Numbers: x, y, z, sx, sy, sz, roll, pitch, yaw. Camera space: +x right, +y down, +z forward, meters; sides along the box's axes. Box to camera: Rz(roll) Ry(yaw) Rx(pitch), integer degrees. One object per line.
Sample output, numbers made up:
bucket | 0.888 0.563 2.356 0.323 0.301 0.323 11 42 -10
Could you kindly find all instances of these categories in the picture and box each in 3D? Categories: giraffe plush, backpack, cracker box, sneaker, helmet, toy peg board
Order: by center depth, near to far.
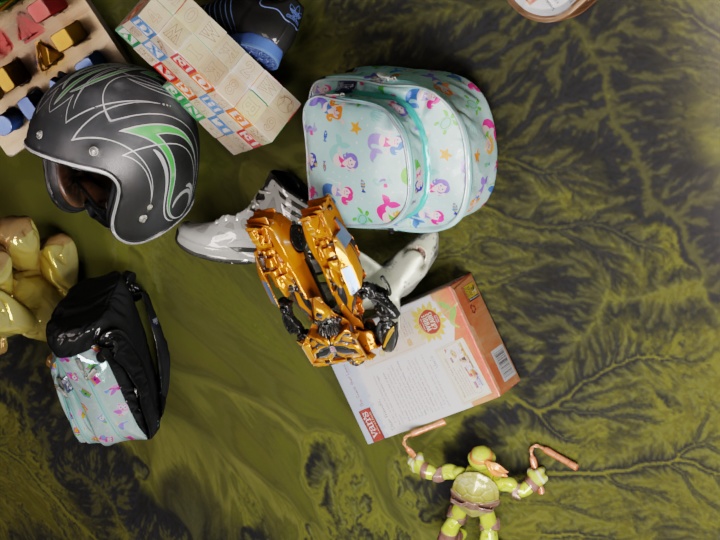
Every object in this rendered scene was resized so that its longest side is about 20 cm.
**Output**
backpack | 0.040 -0.125 1.604 0.198 0.150 0.179 6 109 26
sneaker | -0.141 -0.278 1.712 0.199 0.070 0.078 18 73 43
cracker box | 0.066 0.102 1.719 0.199 0.058 0.135 -24 92 36
helmet | -0.285 -0.146 1.756 0.199 0.200 0.192 11 130 29
sneaker | -0.124 -0.066 1.781 0.199 0.076 0.116 10 104 21
toy peg board | -0.411 -0.260 1.807 0.199 0.098 0.200 -30 101 15
backpack | -0.320 0.123 1.914 0.126 0.167 0.201 -7 120 17
giraffe plush | -0.457 0.033 1.993 0.161 0.173 0.200 -3 141 44

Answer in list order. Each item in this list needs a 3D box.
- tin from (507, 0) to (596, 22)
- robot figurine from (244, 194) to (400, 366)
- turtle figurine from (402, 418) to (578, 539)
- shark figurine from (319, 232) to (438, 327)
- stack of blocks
tin | 0.214 -0.326 1.480 0.200 0.042 0.112 -41 80 36
robot figurine | -0.042 0.022 1.610 0.144 0.058 0.201 -10 116 32
turtle figurine | 0.141 0.257 1.713 0.198 0.065 0.162 7 124 7
shark figurine | -0.018 0.012 1.694 0.213 0.089 0.129 3 98 9
stack of blocks | -0.174 -0.222 1.678 0.200 0.059 0.115 43 160 -18
